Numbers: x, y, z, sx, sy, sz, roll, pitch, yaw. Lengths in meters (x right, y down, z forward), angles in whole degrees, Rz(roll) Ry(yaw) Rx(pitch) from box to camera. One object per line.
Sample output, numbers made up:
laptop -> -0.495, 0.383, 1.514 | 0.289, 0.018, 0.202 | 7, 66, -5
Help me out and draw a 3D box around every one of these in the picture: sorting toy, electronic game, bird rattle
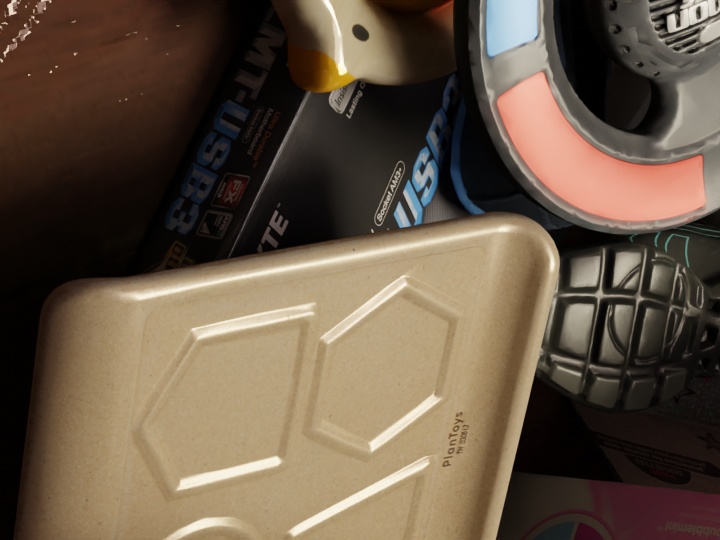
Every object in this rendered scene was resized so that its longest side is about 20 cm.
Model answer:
sorting toy -> -0.032, 0.071, 0.812 | 0.199, 0.036, 0.186 | -8, 121, -33
electronic game -> 0.117, -0.109, 0.833 | 0.199, 0.042, 0.201 | -15, 117, -31
bird rattle -> 0.014, -0.152, 0.824 | 0.200, 0.112, 0.164 | -27, 118, -45

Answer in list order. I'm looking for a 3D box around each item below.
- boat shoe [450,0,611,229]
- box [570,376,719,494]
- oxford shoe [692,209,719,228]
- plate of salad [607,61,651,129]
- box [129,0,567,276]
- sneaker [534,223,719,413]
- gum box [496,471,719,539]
boat shoe -> 0.092, -0.112, 0.917 | 0.084, 0.068, 0.201 | 9, 87, -57
box -> 0.222, 0.072, 1.099 | 0.115, 0.199, 0.132 | -59, 139, -25
oxford shoe -> 0.173, -0.096, 1.116 | 0.084, 0.072, 0.201 | 118, -9, -59
plate of salad -> 0.151, -0.112, 0.990 | 0.200, 0.048, 0.201 | -161, -90, -83
box -> 0.000, 0.000, 0.909 | 0.199, 0.050, 0.200 | 49, 59, -48
sneaker -> 0.129, 0.017, 1.001 | 0.199, 0.079, 0.076 | 2, 105, -36
gum box -> 0.096, 0.151, 0.956 | 0.066, 0.200, 0.114 | 29, 73, -34
